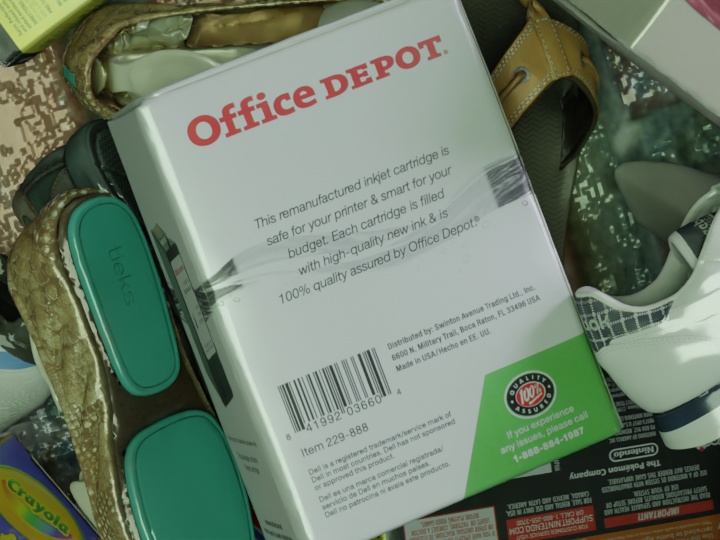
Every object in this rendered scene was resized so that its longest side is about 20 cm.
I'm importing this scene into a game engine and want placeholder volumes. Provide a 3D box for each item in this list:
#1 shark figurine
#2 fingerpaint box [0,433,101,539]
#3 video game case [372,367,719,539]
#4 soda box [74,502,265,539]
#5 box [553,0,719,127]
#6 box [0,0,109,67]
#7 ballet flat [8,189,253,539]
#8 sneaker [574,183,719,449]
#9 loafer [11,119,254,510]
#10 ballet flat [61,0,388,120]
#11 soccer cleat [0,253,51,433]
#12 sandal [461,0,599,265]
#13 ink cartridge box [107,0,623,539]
[{"bbox_3d":[0.233,-0.034,1.182,0.214,0.090,0.128,-27,96,9],"label":"shark figurine"},{"bbox_3d":[-0.154,0.201,1.215,0.167,0.073,0.200,-38,94,35],"label":"fingerpaint box"},{"bbox_3d":[0.104,0.131,1.208,0.200,0.026,0.181,-8,93,-13],"label":"video game case"},{"bbox_3d":[-0.045,0.163,1.239,0.068,0.064,0.200,-43,92,8],"label":"soda box"},{"bbox_3d":[0.182,-0.160,1.129,0.128,0.109,0.200,32,99,-37],"label":"box"},{"bbox_3d":[-0.097,-0.177,1.205,0.200,0.050,0.075,-37,92,9],"label":"box"},{"bbox_3d":[-0.100,0.065,1.168,0.065,0.070,0.200,-19,86,47],"label":"ballet flat"},{"bbox_3d":[0.184,-0.013,1.101,0.200,0.076,0.081,-37,93,-3],"label":"sneaker"},{"bbox_3d":[-0.086,0.029,1.231,0.063,0.072,0.200,-32,87,27],"label":"loafer"},{"bbox_3d":[-0.034,-0.090,1.201,0.200,0.065,0.071,-7,106,4],"label":"ballet flat"},{"bbox_3d":[-0.224,0.001,1.230,0.200,0.070,0.086,40,114,3],"label":"soccer cleat"},{"bbox_3d":[0.071,-0.069,1.187,0.082,0.055,0.200,-5,101,-34],"label":"sandal"},{"bbox_3d":[0.000,0.000,1.126,0.146,0.084,0.200,-21,94,-14],"label":"ink cartridge box"}]
